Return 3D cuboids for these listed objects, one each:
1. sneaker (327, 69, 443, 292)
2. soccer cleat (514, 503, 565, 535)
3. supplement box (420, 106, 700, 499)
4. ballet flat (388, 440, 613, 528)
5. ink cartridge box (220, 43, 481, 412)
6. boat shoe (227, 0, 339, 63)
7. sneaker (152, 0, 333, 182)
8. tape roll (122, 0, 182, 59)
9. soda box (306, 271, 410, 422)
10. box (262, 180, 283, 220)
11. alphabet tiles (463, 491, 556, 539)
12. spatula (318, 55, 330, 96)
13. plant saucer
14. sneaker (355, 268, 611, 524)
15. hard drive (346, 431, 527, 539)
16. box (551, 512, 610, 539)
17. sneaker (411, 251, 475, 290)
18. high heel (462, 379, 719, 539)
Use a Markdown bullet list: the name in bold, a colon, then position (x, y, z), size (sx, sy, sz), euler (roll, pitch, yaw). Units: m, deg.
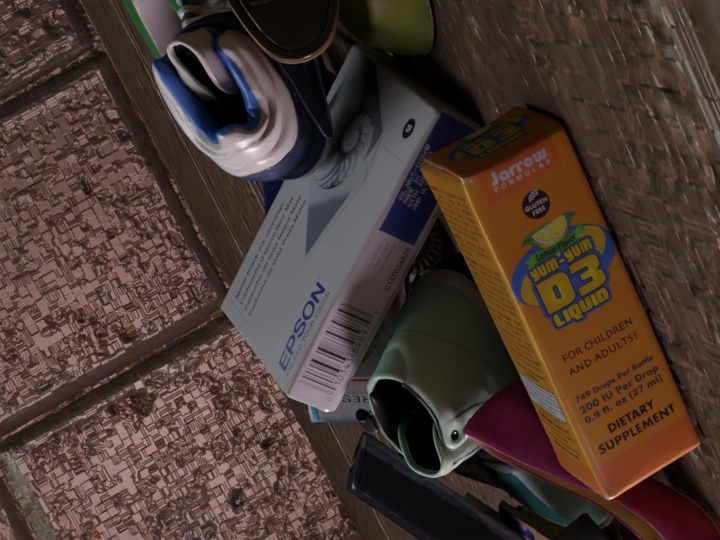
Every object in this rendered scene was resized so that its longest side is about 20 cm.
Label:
- **sneaker**: position (-0.007, -0.058, 1.444), size (0.201, 0.070, 0.109), euler (55, 168, 19)
- **soccer cleat**: position (0.153, 0.203, 1.415), size (0.084, 0.065, 0.200), euler (37, 161, 20)
- **supplement box**: position (0.107, 0.017, 1.017), size (0.201, 0.066, 0.069), euler (63, 171, -16)
- **ballet flat**: position (0.104, 0.117, 1.327), size (0.199, 0.064, 0.076), euler (22, 127, 35)
- **ink cartridge box**: position (-0.020, -0.039, 1.212), size (0.040, 0.201, 0.200), euler (23, -169, -27)
- **boat shoe**: position (-0.061, -0.206, 1.109), size (0.068, 0.071, 0.201), euler (80, 169, -78)
- **sneaker**: position (-0.081, -0.150, 1.140), size (0.146, 0.080, 0.201), euler (11, -120, -72)
- **tape roll**: position (-0.106, -0.164, 1.332), size (0.201, 0.048, 0.201), euler (53, 168, 16)
- **soda box**: position (0.000, 0.000, 1.286), size (0.069, 0.063, 0.201), euler (79, -167, -57)
- **box**: position (-0.035, -0.003, 1.554), size (0.121, 0.032, 0.201), euler (43, -147, -46)
- **alphabet tiles**: position (0.157, 0.230, 1.358), size (0.199, 0.008, 0.167), euler (33, 161, 22)
- **spatula**: position (-0.041, -0.157, 1.364), size (0.200, 0.020, 0.057), euler (-115, 7, -63)
- **plant saucer**: position (-0.019, -0.212, 1.143), size (0.201, 0.031, 0.200), euler (59, 172, 13)
- **sneaker**: position (0.076, 0.110, 1.180), size (0.074, 0.118, 0.201), euler (-25, 111, 44)
- **hard drive**: position (0.051, 0.158, 1.244), size (0.134, 0.042, 0.200), euler (33, 175, 8)
- **box**: position (0.202, 0.260, 1.171), size (0.200, 0.048, 0.158), euler (52, 178, -30)
- **sneaker**: position (0.066, 0.028, 1.313), size (0.078, 0.070, 0.200), euler (63, 165, -3)
- **high heel**: position (0.145, 0.147, 1.104), size (0.201, 0.095, 0.067), euler (60, 169, 11)
